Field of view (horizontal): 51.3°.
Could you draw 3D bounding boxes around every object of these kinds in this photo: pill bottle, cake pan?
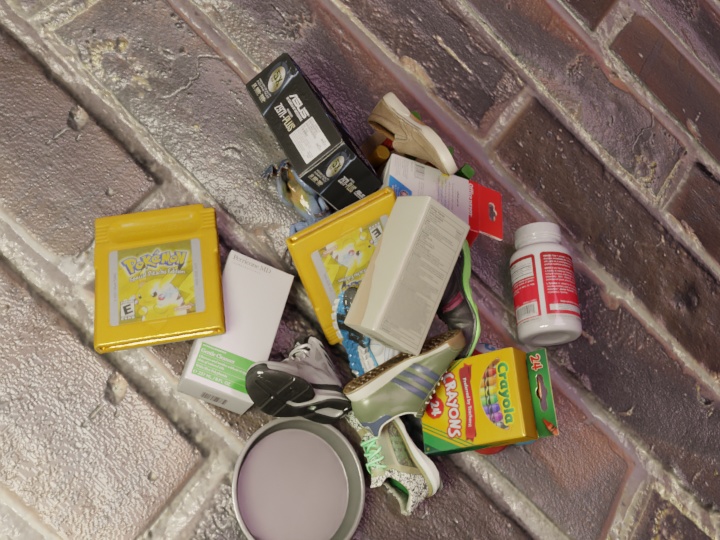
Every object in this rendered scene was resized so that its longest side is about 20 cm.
[{"bbox_3d":[0.325,0.023,1.331,0.111,0.112,0.203,8,67,-23],"label":"pill bottle"},{"bbox_3d":[-0.089,0.308,1.056,0.197,0.037,0.204,10,65,-23],"label":"cake pan"}]

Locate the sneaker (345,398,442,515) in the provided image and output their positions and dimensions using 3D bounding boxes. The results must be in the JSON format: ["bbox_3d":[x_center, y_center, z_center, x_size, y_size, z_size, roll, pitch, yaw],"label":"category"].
[{"bbox_3d":[0.035,0.274,1.100,0.200,0.077,0.089,47,45,-1],"label":"sneaker"}]

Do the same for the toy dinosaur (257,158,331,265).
[{"bbox_3d":[-0.070,-0.108,1.211,0.181,0.104,0.202,41,45,-27],"label":"toy dinosaur"}]

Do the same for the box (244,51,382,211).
[{"bbox_3d":[-0.071,-0.210,1.168,0.086,0.164,0.201,-36,64,9],"label":"box"}]

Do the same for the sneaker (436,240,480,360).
[{"bbox_3d":[0.130,0.042,1.148,0.082,0.077,0.204,-11,94,-19],"label":"sneaker"}]

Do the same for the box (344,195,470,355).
[{"bbox_3d":[0.066,0.005,1.047,0.094,0.077,0.202,32,76,-31],"label":"box"}]

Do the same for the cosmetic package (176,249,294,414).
[{"bbox_3d":[-0.178,0.088,1.075,0.106,0.085,0.203,21,63,-13],"label":"cosmetic package"}]

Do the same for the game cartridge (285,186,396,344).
[{"bbox_3d":[0.000,0.000,1.128,0.174,0.032,0.202,-28,121,-10],"label":"game cartridge"}]

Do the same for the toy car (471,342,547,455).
[{"bbox_3d":[0.224,0.184,1.164,0.181,0.200,0.180,5,67,-24],"label":"toy car"}]

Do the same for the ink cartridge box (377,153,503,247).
[{"bbox_3d":[0.126,-0.098,1.204,0.197,0.068,0.117,18,48,-11],"label":"ink cartridge box"}]

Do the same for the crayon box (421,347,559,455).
[{"bbox_3d":[0.179,0.189,1.088,0.051,0.198,0.129,22,56,-50],"label":"crayon box"}]

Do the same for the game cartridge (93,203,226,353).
[{"bbox_3d":[-0.280,0.005,1.038,0.173,0.033,0.203,-9,64,-4],"label":"game cartridge"}]

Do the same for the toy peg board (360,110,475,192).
[{"bbox_3d":[0.084,-0.160,1.297,0.200,0.098,0.200,44,58,-3],"label":"toy peg board"}]

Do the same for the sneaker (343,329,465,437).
[{"bbox_3d":[0.076,0.167,1.086,0.198,0.067,0.091,-26,98,-17],"label":"sneaker"}]

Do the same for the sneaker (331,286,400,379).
[{"bbox_3d":[0.019,0.102,1.131,0.086,0.074,0.202,-34,126,-28],"label":"sneaker"}]

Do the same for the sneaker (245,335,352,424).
[{"bbox_3d":[-0.099,0.141,1.052,0.200,0.075,0.116,32,26,-48],"label":"sneaker"}]

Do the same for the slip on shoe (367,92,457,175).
[{"bbox_3d":[0.082,-0.211,1.212,0.060,0.076,0.201,-38,60,0],"label":"slip on shoe"}]
